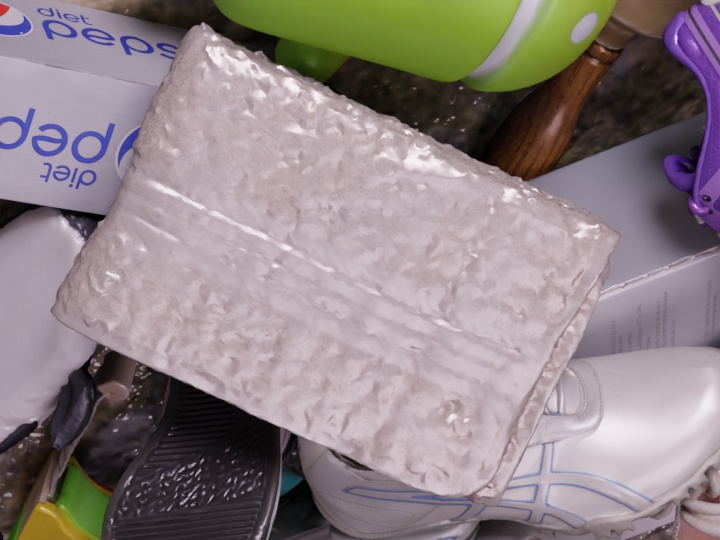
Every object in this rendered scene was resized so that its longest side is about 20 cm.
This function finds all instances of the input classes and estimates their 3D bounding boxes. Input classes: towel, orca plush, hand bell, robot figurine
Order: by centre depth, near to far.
[{"bbox_3d":[0.017,-0.138,0.705,0.199,0.117,0.175,13,157,-20],"label":"robot figurine"},{"bbox_3d":[-0.006,0.001,0.724,0.199,0.034,0.133,26,95,-9],"label":"towel"},{"bbox_3d":[0.102,-0.098,0.814,0.103,0.105,0.200,11,133,-28],"label":"hand bell"},{"bbox_3d":[-0.141,0.044,0.818,0.071,0.105,0.201,-20,135,-49],"label":"orca plush"}]

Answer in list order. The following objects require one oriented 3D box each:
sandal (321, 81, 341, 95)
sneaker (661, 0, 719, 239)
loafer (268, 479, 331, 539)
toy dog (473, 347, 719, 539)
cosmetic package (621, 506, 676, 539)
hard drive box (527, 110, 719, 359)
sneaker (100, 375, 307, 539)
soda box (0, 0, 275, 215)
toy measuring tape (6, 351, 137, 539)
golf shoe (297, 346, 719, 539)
[{"bbox_3d":[0.000,0.000,0.827,0.054,0.082,0.201,-32,145,-17],"label":"sandal"},{"bbox_3d":[0.175,-0.028,0.769,0.083,0.081,0.201,-11,112,19],"label":"sneaker"},{"bbox_3d":[-0.055,0.158,0.866,0.199,0.070,0.070,-21,115,-36],"label":"loafer"},{"bbox_3d":[0.117,0.124,0.851,0.199,0.132,0.097,-21,124,10],"label":"toy dog"},{"bbox_3d":[0.149,0.096,0.985,0.199,0.051,0.083,-18,128,-8],"label":"cosmetic package"},{"bbox_3d":[0.143,0.011,0.878,0.199,0.077,0.156,-21,145,-7],"label":"hard drive box"},{"bbox_3d":[-0.064,0.093,0.827,0.083,0.201,0.121,6,151,11],"label":"sneaker"},{"bbox_3d":[-0.123,-0.068,0.740,0.199,0.068,0.064,9,120,-28],"label":"soda box"},{"bbox_3d":[-0.121,0.114,0.861,0.073,0.074,0.200,8,137,-26],"label":"toy measuring tape"},{"bbox_3d":[0.067,0.068,0.779,0.199,0.079,0.097,-19,136,12],"label":"golf shoe"}]
